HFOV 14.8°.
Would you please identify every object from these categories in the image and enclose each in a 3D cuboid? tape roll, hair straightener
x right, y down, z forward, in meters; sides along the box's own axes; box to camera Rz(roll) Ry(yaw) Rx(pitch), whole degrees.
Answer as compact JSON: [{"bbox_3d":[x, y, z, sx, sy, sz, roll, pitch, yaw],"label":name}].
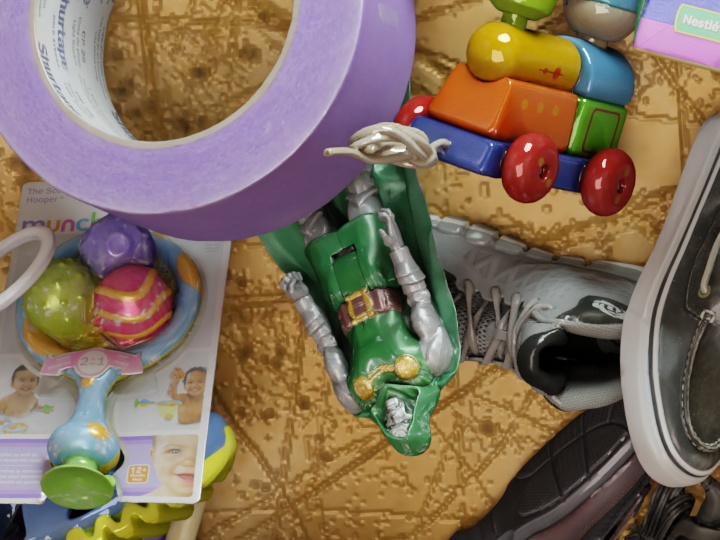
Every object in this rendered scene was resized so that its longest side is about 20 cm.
[{"bbox_3d":[-0.080,-0.118,1.330,0.200,0.085,0.200,-3,81,19],"label":"tape roll"},{"bbox_3d":[0.142,0.153,1.409,0.041,0.077,0.200,2,130,-16],"label":"hair straightener"}]

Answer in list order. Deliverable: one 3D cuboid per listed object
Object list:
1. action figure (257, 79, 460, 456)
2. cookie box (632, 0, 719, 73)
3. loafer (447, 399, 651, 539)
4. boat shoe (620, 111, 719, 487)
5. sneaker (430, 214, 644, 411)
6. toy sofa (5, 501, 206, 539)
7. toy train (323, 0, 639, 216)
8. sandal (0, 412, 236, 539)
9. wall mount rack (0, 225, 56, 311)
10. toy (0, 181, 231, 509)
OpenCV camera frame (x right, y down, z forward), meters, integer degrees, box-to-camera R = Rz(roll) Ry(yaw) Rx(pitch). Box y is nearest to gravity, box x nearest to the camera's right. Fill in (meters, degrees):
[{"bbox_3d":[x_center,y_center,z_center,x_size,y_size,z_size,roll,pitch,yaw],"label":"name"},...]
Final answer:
[{"bbox_3d":[0.000,0.000,1.356,0.118,0.055,0.200,-30,64,23],"label":"action figure"},{"bbox_3d":[0.217,-0.131,1.266,0.171,0.200,0.075,15,106,4],"label":"cookie box"},{"bbox_3d":[0.099,0.139,1.427,0.063,0.072,0.200,38,113,-17],"label":"loafer"},{"bbox_3d":[0.179,0.006,1.322,0.072,0.071,0.200,29,66,-36],"label":"boat shoe"},{"bbox_3d":[0.065,0.023,1.370,0.200,0.116,0.075,6,105,6],"label":"sneaker"},{"bbox_3d":[-0.181,0.114,1.436,0.200,0.098,0.083,18,106,3],"label":"toy sofa"},{"bbox_3d":[0.064,-0.097,1.307,0.085,0.200,0.116,21,98,36],"label":"toy train"},{"bbox_3d":[-0.158,0.113,1.368,0.200,0.079,0.087,-24,79,-5],"label":"sandal"},{"bbox_3d":[-0.250,0.002,1.391,0.200,0.174,0.075,-32,118,14],"label":"wall mount rack"},{"bbox_3d":[-0.128,0.022,1.361,0.115,0.200,0.047,-1,145,7],"label":"toy"}]
